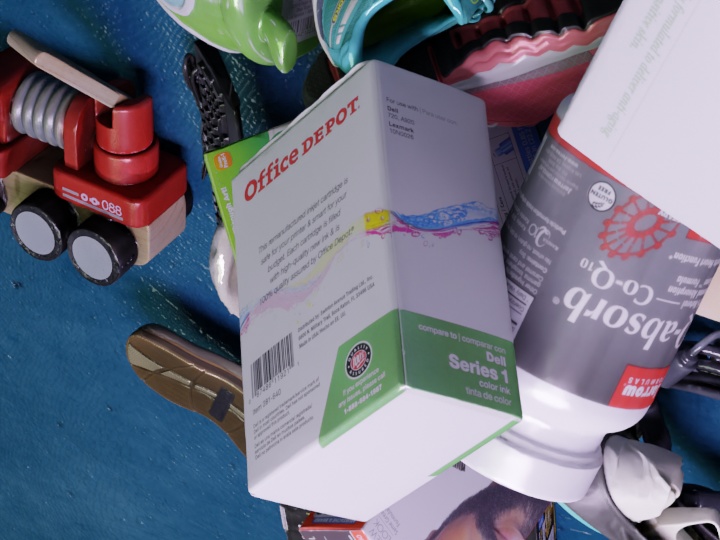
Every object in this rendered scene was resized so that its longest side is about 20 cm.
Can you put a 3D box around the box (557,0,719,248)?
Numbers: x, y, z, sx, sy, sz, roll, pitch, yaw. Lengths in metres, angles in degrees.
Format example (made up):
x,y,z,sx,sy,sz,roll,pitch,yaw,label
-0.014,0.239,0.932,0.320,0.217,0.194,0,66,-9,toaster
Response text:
x,y,z,sx,sy,sz,roll,pitch,yaw,label
0.240,-0.115,1.251,0.199,0.172,0.199,34,146,6,box

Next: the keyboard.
x,y,z,sx,sy,sz,roll,pitch,yaw,label
-0.091,-0.066,1.679,0.127,0.020,0.201,-114,15,-49,keyboard

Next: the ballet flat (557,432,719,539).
x,y,z,sx,sy,sz,roll,pitch,yaw,label
0.187,0.150,1.607,0.068,0.068,0.200,-26,124,35,ballet flat

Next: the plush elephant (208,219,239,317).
x,y,z,sx,sy,sz,roll,pitch,yaw,label
0.000,0.000,1.619,0.199,0.165,0.155,-24,102,41,plush elephant

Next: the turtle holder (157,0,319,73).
x,y,z,sx,sy,sz,roll,pitch,yaw,label
-0.066,-0.213,1.453,0.131,0.141,0.186,23,148,28,turtle holder

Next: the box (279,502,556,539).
x,y,z,sx,sy,sz,roll,pitch,yaw,label
0.037,0.155,1.828,0.199,0.050,0.160,9,140,16,box

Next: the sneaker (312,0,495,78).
x,y,z,sx,sy,sz,roll,pitch,yaw,label
0.063,-0.170,1.381,0.199,0.080,0.077,-35,133,19,sneaker

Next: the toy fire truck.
x,y,z,sx,sy,sz,roll,pitch,yaw,label
-0.214,-0.105,1.751,0.175,0.129,0.201,22,131,23,toy fire truck

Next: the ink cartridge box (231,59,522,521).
x,y,z,sx,sy,sz,roll,pitch,yaw,label
0.005,0.011,1.379,0.084,0.201,0.145,16,145,-32,ink cartridge box

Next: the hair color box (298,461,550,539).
x,y,z,sx,sy,sz,roll,pitch,yaw,label
0.058,0.136,1.639,0.064,0.200,0.111,-5,127,46,hair color box

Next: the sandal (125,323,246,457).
x,y,z,sx,sy,sz,roll,pitch,yaw,label
-0.081,0.093,1.897,0.199,0.054,0.080,34,142,-2,sandal

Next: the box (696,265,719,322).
x,y,z,sx,sy,sz,roll,pitch,yaw,label
0.270,-0.008,1.432,0.199,0.078,0.095,19,140,28,box

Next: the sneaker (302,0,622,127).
x,y,z,sx,sy,sz,roll,pitch,yaw,label
0.068,-0.106,1.445,0.199,0.074,0.087,-15,135,7,sneaker

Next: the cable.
x,y,z,sx,sy,sz,roll,pitch,yaw,label
0.240,0.123,1.618,0.200,0.051,0.163,41,135,-15,cable

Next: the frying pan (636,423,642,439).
x,y,z,sx,sy,sz,roll,pitch,yaw,label
0.135,0.043,1.659,0.114,0.031,0.191,15,136,29,frying pan

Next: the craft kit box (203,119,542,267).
x,y,z,sx,sy,sz,roll,pitch,yaw,label
0.028,-0.007,1.502,0.049,0.196,0.201,50,-157,-75,craft kit box

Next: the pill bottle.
x,y,z,sx,sy,sz,roll,pitch,yaw,label
0.122,0.016,1.384,0.115,0.116,0.201,28,106,15,pill bottle
